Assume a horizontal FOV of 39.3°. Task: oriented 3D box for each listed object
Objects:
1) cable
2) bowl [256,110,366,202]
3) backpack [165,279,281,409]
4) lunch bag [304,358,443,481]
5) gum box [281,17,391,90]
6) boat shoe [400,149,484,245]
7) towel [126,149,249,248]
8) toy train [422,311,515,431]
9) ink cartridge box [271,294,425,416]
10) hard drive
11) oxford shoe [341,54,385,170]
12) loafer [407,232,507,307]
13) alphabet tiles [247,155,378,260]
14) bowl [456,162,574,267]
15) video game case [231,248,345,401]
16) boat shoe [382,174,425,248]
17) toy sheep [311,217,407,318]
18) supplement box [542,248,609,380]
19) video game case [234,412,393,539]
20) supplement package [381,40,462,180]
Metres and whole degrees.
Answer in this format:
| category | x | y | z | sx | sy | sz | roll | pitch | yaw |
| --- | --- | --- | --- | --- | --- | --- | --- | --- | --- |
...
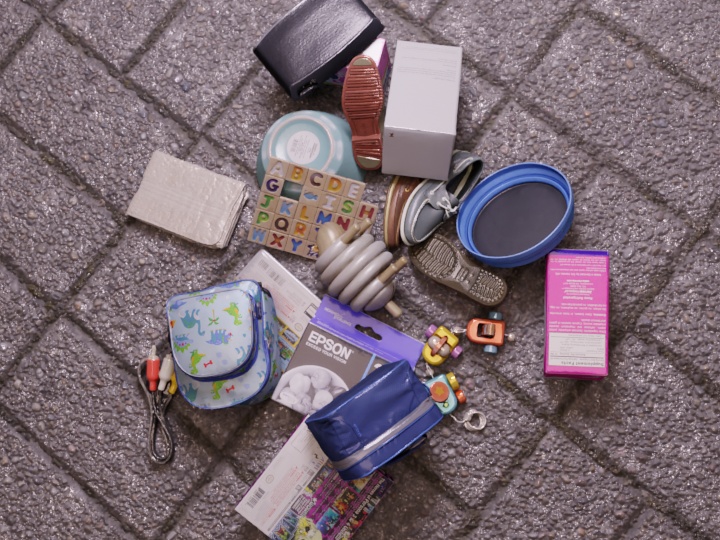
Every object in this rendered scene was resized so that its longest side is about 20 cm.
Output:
| category | x | y | z | sx | sy | sz | roll | pitch | yaw |
| --- | --- | --- | --- | --- | --- | --- | --- | --- | --- |
| cable | -0.350 | 0.226 | 1.727 | 0.096 | 0.050 | 0.202 | 9 | 80 | 4 |
| bowl | -0.095 | -0.196 | 1.743 | 0.199 | 0.105 | 0.203 | -1 | 80 | 8 |
| backpack | -0.228 | 0.126 | 1.660 | 0.182 | 0.147 | 0.202 | -11 | 82 | 8 |
| lunch bag | 0.031 | 0.238 | 1.581 | 0.199 | 0.136 | 0.133 | -32 | 91 | -20 |
| gum box | -0.053 | -0.373 | 1.764 | 0.198 | 0.114 | 0.067 | 15 | 82 | 10 |
| boat shoe | 0.138 | -0.122 | 1.691 | 0.062 | 0.073 | 0.200 | 15 | 60 | 45 |
| towel | -0.306 | -0.125 | 1.796 | 0.199 | 0.034 | 0.133 | 22 | 82 | 12 |
| toy train | 0.170 | 0.158 | 1.665 | 0.149 | 0.056 | 0.202 | 12 | 82 | 8 |
| ink cartridge box | -0.018 | 0.168 | 1.686 | 0.197 | 0.043 | 0.201 | 25 | 83 | 3 |
| hard drive | -0.073 | -0.393 | 1.690 | 0.200 | 0.042 | 0.135 | -39 | 77 | -1 |
| oxford shoe | 0.010 | -0.275 | 1.711 | 0.070 | 0.074 | 0.201 | 5 | 122 | 11 |
| loafer | 0.162 | 0.007 | 1.693 | 0.200 | 0.067 | 0.076 | 38 | 82 | 28 |
| alphabet tiles | -0.078 | -0.094 | 1.712 | 0.199 | 0.008 | 0.168 | 16 | 121 | -7 |
| bowl | 0.256 | -0.090 | 1.660 | 0.199 | 0.039 | 0.202 | -18 | 46 | 20 |
| video game case | -0.157 | 0.093 | 1.742 | 0.200 | 0.023 | 0.182 | 41 | 87 | 12 |
| boat shoe | 0.084 | -0.133 | 1.724 | 0.067 | 0.072 | 0.202 | 12 | 79 | 12 |
| toy sheep | 0.000 | 0.000 | 1.683 | 0.138 | 0.138 | 0.200 | -41 | 82 | -1 |
| supplement box | 0.348 | 0.074 | 1.635 | 0.102 | 0.101 | 0.202 | 3 | 81 | 8 |
| video game case | -0.075 | 0.365 | 1.646 | 0.181 | 0.036 | 0.200 | 37 | 92 | -1 |
| supplement package | 0.103 | -0.267 | 1.682 | 0.116 | 0.118 | 0.201 | 8 | 56 | 2 |
